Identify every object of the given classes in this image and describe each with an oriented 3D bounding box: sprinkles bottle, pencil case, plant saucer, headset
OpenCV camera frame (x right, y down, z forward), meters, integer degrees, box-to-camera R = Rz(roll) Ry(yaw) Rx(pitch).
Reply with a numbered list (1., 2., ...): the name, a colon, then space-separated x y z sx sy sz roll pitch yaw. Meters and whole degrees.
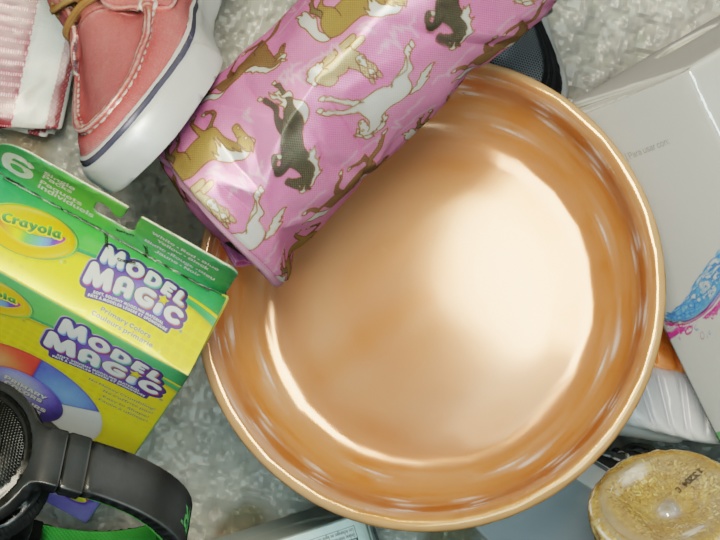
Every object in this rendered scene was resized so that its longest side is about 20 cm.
1. sprinkles bottle: 0.137 0.172 1.179 0.068 0.068 0.201 -9 130 -3
2. pencil case: 0.006 -0.085 1.093 0.200 0.083 0.087 -43 118 1
3. plant saucer: 0.030 0.011 1.141 0.199 0.037 0.201 -1 83 9
4. headset: -0.172 0.105 1.138 0.199 0.124 0.094 15 63 -10

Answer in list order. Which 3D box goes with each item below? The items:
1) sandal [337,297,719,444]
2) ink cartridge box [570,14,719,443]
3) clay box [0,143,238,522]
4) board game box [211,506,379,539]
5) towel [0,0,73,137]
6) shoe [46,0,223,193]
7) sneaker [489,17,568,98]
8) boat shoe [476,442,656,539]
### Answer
1. sandal: 0.085 0.029 1.208 0.206 0.059 0.080 13 73 -8
2. ink cartridge box: 0.198 -0.016 1.175 0.145 0.084 0.201 -31 97 -39
3. clay box: -0.133 0.029 1.140 0.115 0.200 0.048 29 59 -5
4. board game box: -0.037 0.221 1.224 0.147 0.064 0.201 -17 94 -1
5. towel: -0.217 -0.149 1.204 0.199 0.023 0.145 12 92 -6
6. shoe: -0.108 -0.113 1.120 0.091 0.200 0.071 41 116 -19
7. sneaker: 0.023 -0.137 1.171 0.075 0.114 0.200 -37 96 1
8. boat shoe: 0.133 0.114 1.222 0.199 0.066 0.070 26 134 -8
